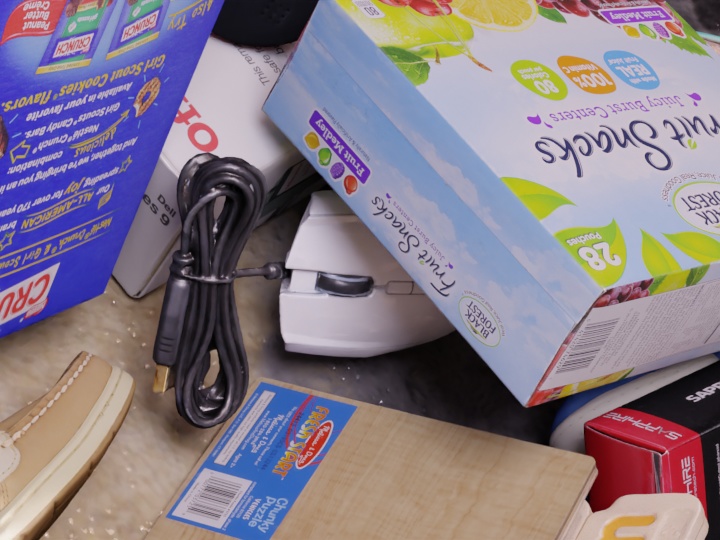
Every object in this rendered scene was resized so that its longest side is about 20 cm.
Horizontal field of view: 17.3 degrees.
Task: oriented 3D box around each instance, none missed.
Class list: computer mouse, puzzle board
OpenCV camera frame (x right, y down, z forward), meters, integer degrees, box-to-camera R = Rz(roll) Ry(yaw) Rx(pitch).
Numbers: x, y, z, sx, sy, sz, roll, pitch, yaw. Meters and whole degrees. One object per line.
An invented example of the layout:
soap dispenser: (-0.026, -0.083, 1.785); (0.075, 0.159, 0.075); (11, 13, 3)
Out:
computer mouse: (0.000, 0.000, 0.950); (0.044, 0.110, 0.199); (23, 22, 38)
puzzle board: (-0.017, 0.125, 0.874); (0.150, 0.017, 0.200); (12, 44, 24)

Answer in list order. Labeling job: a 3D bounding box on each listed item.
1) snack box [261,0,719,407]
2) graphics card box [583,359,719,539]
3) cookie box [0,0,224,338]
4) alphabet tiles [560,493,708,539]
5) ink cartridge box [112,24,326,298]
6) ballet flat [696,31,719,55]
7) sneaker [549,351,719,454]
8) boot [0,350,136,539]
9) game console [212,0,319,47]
snack box: (0.088, -0.041, 0.935); (0.199, 0.068, 0.169); (-12, 52, -46)
graphics card box: (0.178, 0.093, 0.983); (0.199, 0.051, 0.126); (-21, 114, -35)
cookie box: (-0.128, -0.068, 0.810); (0.075, 0.201, 0.171); (34, 27, 17)
alphabet tiles: (0.052, 0.154, 0.843); (0.015, 0.195, 0.200); (60, 43, -28)
ink cartridge box: (-0.058, -0.102, 1.002); (0.200, 0.084, 0.146); (-32, 78, -39)
ballet flat: (0.127, -0.086, 1.117); (0.199, 0.068, 0.068); (18, 72, -11)
sneaker: (0.132, 0.009, 1.040); (0.199, 0.077, 0.111); (-27, 73, -35)
boot: (-0.186, 0.061, 0.837); (0.155, 0.073, 0.200); (40, 52, 2)
game console: (-0.062, -0.178, 0.866); (0.199, 0.177, 0.031); (28, 43, -23)
